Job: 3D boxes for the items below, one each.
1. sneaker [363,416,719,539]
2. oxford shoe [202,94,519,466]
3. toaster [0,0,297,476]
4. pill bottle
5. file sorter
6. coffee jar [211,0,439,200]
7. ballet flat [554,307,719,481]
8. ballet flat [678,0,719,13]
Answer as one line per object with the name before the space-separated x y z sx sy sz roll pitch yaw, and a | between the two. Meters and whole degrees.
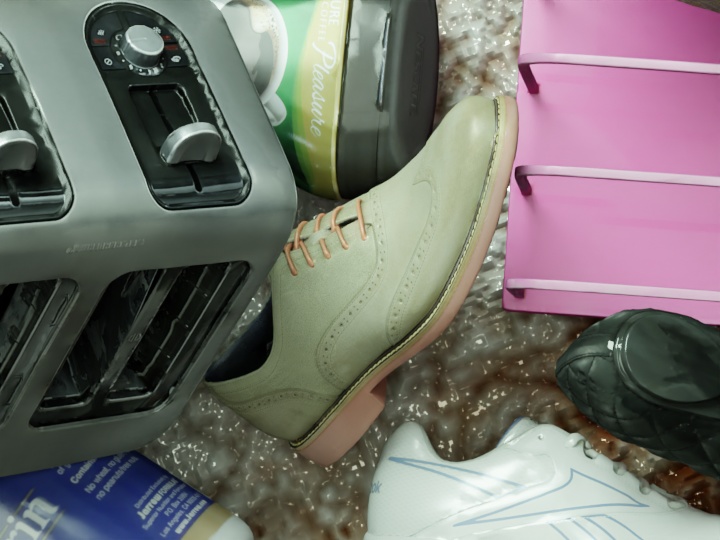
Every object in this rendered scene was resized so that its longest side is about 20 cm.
sneaker | 0.096 0.109 1.134 0.199 0.075 0.088 4 81 3
oxford shoe | 0.000 0.000 1.102 0.074 0.071 0.200 24 120 -15
toaster | -0.148 -0.009 1.036 0.200 0.180 0.119 -56 52 40
pill bottle | -0.156 0.109 1.129 0.200 0.116 0.116 32 89 6
file sorter | 0.135 -0.080 1.113 0.138 0.125 0.201 4 87 5
coffee jar | -0.065 -0.088 1.148 0.199 0.085 0.105 5 81 5
ballet flat | 0.173 0.071 1.118 0.200 0.057 0.067 31 68 -21
ballet flat | 0.182 -0.127 1.015 0.199 0.067 0.068 15 89 6
